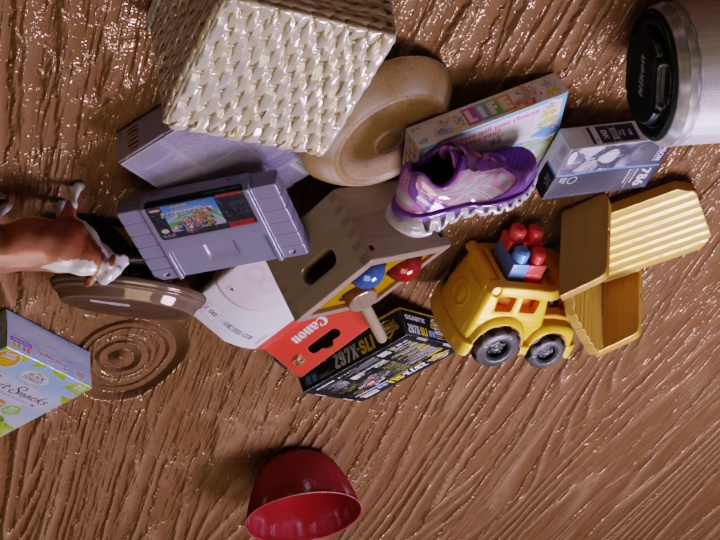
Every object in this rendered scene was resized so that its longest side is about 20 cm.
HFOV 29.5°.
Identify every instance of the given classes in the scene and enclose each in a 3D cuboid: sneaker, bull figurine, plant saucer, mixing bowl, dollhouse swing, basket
[{"bbox_3d":[0.120,-0.109,1.557,0.199,0.080,0.089,-21,131,-25],"label":"sneaker"},{"bbox_3d":[-0.371,-0.040,1.604,0.199,0.122,0.065,1,146,-18],"label":"bull figurine"},{"bbox_3d":[0.026,-0.159,1.569,0.199,0.036,0.201,-23,150,-14],"label":"plant saucer"},{"bbox_3d":[-0.103,0.372,2.316,0.199,0.109,0.201,-8,146,-5],"label":"mixing bowl"},{"bbox_3d":[-0.297,0.036,1.746,0.199,0.030,0.200,6,170,1],"label":"plant saucer"},{"bbox_3d":[0.382,0.001,1.865,0.175,0.183,0.200,-6,150,22],"label":"dollhouse swing"},{"bbox_3d":[-0.312,-0.012,1.709,0.199,0.070,0.090,4,141,-25],"label":"sneaker"},{"bbox_3d":[-0.087,-0.244,1.351,0.197,0.161,0.200,8,141,-26],"label":"basket"}]

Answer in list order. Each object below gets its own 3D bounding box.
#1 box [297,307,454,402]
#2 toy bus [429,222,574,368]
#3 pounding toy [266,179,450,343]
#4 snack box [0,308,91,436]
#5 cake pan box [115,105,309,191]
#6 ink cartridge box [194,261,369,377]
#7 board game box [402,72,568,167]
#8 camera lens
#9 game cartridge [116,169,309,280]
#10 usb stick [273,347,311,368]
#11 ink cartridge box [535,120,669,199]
[{"bbox_3d":[0.028,0.128,2.017,0.200,0.050,0.159,-31,156,27],"label":"box"},{"bbox_3d":[0.223,0.023,1.892,0.199,0.136,0.193,6,128,-28],"label":"toy bus"},{"bbox_3d":[0.000,0.000,1.719,0.184,0.143,0.200,-11,159,-48],"label":"pounding toy"},{"bbox_3d":[-0.502,0.149,1.898,0.199,0.068,0.169,-29,143,22],"label":"snack box"},{"bbox_3d":[-0.149,-0.145,1.579,0.199,0.053,0.184,-28,145,25],"label":"cake pan box"},{"bbox_3d":[-0.109,0.059,1.827,0.200,0.057,0.162,43,125,-14],"label":"ink cartridge box"},{"bbox_3d":[0.144,-0.148,1.625,0.199,0.034,0.135,-22,150,-16],"label":"board game box"},{"bbox_3d":[0.407,-0.223,1.528,0.199,0.161,0.160,-5,147,-10],"label":"camera lens"},{"bbox_3d":[-0.173,-0.051,1.612,0.199,0.039,0.130,-10,141,14],"label":"game cartridge"},{"bbox_3d":[-0.120,0.081,1.943,0.055,0.033,0.200,-15,146,7],"label":"usb stick"},{"bbox_3d":[0.319,-0.141,1.702,0.199,0.039,0.100,-10,148,-24],"label":"ink cartridge box"}]
